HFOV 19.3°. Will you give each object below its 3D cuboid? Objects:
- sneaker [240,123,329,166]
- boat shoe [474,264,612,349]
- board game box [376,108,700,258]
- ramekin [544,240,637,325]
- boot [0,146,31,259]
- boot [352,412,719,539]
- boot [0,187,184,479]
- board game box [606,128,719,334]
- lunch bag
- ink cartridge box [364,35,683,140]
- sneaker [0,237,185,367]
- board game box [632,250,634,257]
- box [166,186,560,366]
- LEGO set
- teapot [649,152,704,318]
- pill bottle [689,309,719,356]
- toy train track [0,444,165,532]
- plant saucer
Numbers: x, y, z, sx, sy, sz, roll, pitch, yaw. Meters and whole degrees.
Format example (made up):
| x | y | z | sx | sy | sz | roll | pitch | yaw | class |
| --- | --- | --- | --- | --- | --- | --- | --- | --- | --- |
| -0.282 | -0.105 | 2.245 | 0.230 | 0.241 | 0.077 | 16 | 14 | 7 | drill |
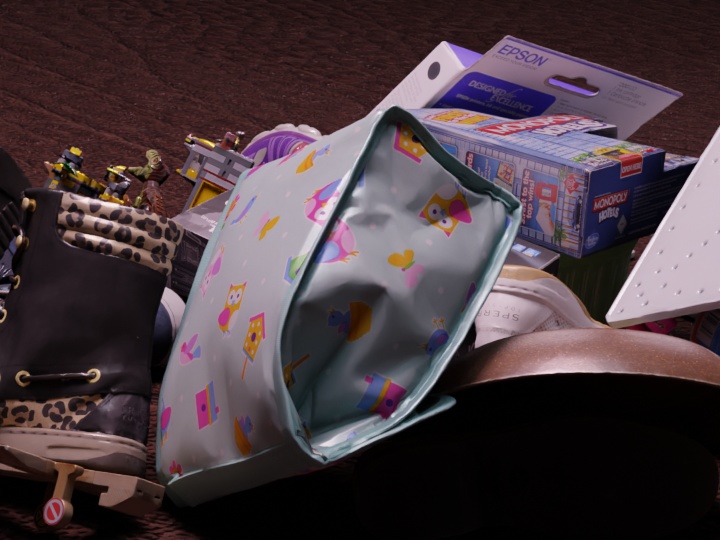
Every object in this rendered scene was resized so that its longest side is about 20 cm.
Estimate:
| x | y | z | sx | sy | sz | roll | pitch | yaw | class |
| --- | --- | --- | --- | --- | --- | --- | --- | --- | --- |
| -0.051 | -0.075 | 1.748 | 0.083 | 0.081 | 0.200 | -24 | 15 | -38 | sneaker |
| 0.121 | 0.062 | 1.280 | 0.071 | 0.070 | 0.200 | -1 | -22 | 37 | boat shoe |
| 0.118 | -0.073 | 1.464 | 0.199 | 0.062 | 0.200 | 15 | 18 | 32 | board game box |
| 0.095 | 0.001 | 1.496 | 0.199 | 0.098 | 0.200 | 4 | 15 | -1 | ramekin |
| -0.311 | -0.009 | 1.321 | 0.200 | 0.078 | 0.138 | -46 | 34 | -21 | boot |
| 0.094 | 0.108 | 1.159 | 0.199 | 0.074 | 0.075 | 0 | 9 | -4 | boot |
| -0.196 | 0.031 | 1.181 | 0.199 | 0.151 | 0.073 | 9 | -13 | 21 | boot |
| 0.263 | -0.046 | 1.282 | 0.200 | 0.026 | 0.200 | -14 | 35 | 54 | board game box |
| -0.024 | 0.033 | 1.130 | 0.122 | 0.201 | 0.170 | 35 | -27 | -21 | lunch bag |
| 0.106 | -0.107 | 1.581 | 0.198 | 0.200 | 0.044 | 12 | 49 | -42 | ink cartridge box |
| -0.230 | 0.022 | 1.373 | 0.202 | 0.077 | 0.146 | 15 | 16 | 31 | sneaker |
| 0.097 | -0.022 | 1.724 | 0.199 | 0.026 | 0.200 | 12 | 16 | 27 | board game box |
| 0.000 | 0.000 | 1.329 | 0.199 | 0.050 | 0.158 | 24 | 31 | 26 | box |
| -0.132 | -0.054 | 1.475 | 0.153 | 0.116 | 0.200 | 26 | -3 | 17 | LEGO set |
| 0.315 | -0.041 | 1.617 | 0.200 | 0.147 | 0.197 | 18 | 20 | 39 | teapot |
| 0.279 | 0.072 | 1.250 | 0.112 | 0.113 | 0.200 | 0 | 16 | -14 | pill bottle |
| -0.187 | 0.115 | 1.110 | 0.199 | 0.033 | 0.115 | 4 | -15 | 37 | toy train track |
| 0.125 | 0.069 | 1.165 | 0.199 | 0.037 | 0.200 | 0 | -19 | 0 | plant saucer |
